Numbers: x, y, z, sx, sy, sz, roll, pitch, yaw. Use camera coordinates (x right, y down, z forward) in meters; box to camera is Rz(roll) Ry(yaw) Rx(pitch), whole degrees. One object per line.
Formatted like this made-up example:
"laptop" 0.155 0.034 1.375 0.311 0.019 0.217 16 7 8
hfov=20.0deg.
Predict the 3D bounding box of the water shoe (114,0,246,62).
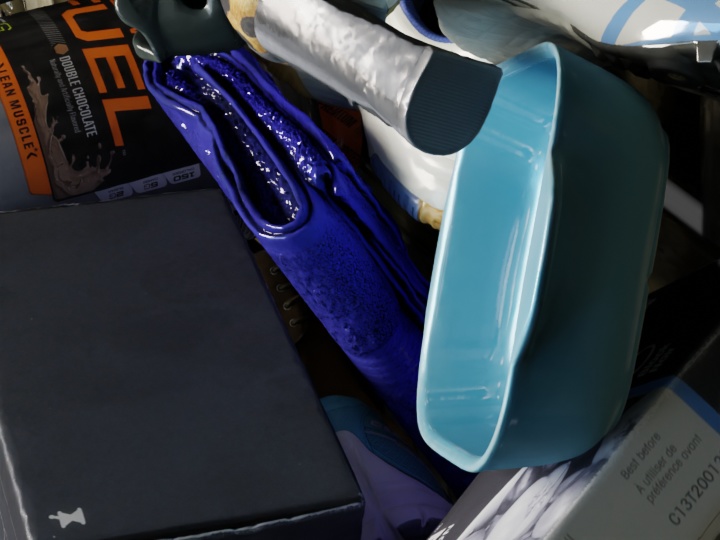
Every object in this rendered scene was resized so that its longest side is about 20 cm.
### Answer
"water shoe" -0.079 -0.172 0.771 0.072 0.078 0.201 73 179 -64

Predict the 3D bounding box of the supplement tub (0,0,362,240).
"supplement tub" -0.108 -0.060 0.898 0.122 0.199 0.123 163 90 -70

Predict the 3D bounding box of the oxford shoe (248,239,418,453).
"oxford shoe" -0.039 0.032 0.985 0.200 0.073 0.085 42 111 23

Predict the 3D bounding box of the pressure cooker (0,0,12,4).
"pressure cooker" -0.187 -0.199 0.890 0.178 0.199 0.177 21 129 64

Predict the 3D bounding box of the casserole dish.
"casserole dish" 0.052 -0.001 0.609 0.200 0.039 0.122 -176 96 -84

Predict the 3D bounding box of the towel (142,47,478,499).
"towel" 0.000 0.000 0.812 0.200 0.049 0.148 54 179 -41

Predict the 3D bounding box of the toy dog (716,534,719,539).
"toy dog" 0.067 0.201 0.722 0.140 0.193 0.200 53 148 11

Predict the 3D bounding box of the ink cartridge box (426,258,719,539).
"ink cartridge box" 0.054 0.084 0.641 0.043 0.198 0.200 43 157 -2

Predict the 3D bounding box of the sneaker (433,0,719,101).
"sneaker" 0.092 -0.086 0.588 0.200 0.072 0.073 22 94 53

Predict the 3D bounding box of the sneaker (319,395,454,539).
"sneaker" 0.016 0.110 0.857 0.080 0.077 0.200 61 175 27

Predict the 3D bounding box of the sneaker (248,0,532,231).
"sneaker" 0.019 -0.096 0.769 0.200 0.075 0.089 45 131 44

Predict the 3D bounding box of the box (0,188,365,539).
"box" -0.089 0.107 0.808 0.200 0.123 0.198 -118 25 -48

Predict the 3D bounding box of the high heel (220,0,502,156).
"high heel" 0.026 -0.144 0.594 0.142 0.071 0.201 39 103 52
